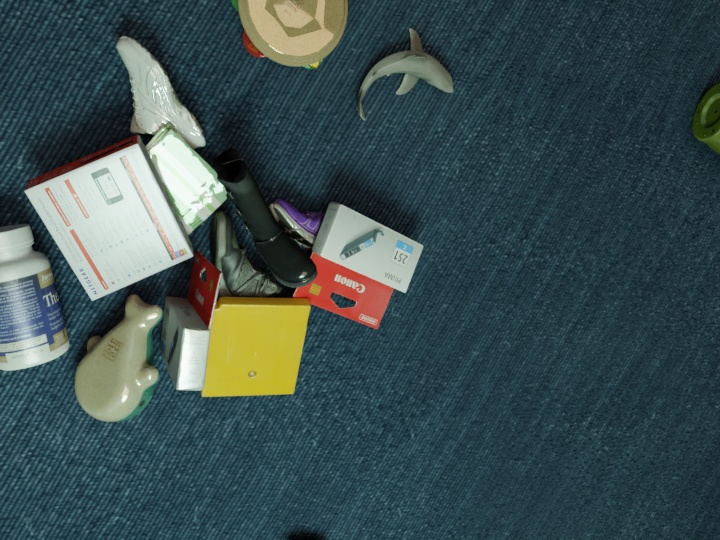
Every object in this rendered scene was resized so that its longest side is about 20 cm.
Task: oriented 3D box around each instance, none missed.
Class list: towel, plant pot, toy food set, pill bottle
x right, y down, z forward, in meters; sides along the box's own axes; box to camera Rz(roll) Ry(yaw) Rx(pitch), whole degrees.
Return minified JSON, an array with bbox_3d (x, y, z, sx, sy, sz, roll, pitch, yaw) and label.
[{"bbox_3d":[-0.326,-0.115,1.032,0.199,0.023,0.153,-42,121,4],"label":"towel"},{"bbox_3d":[0.839,-0.318,1.376,0.188,0.200,0.205,15,95,-10],"label":"plant pot"},{"bbox_3d":[-0.116,-0.442,1.062,0.196,0.049,0.202,20,93,-23],"label":"toy food set"},{"bbox_3d":[-0.523,0.038,0.973,0.108,0.111,0.205,-12,105,-17],"label":"pill bottle"}]

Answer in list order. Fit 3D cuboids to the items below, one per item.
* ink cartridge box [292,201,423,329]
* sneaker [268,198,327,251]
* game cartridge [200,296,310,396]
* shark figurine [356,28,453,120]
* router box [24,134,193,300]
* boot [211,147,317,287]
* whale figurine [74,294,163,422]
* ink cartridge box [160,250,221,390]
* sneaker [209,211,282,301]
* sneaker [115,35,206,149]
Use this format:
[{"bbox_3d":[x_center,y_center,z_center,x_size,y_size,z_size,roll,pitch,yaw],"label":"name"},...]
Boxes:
[{"bbox_3d":[0.000,0.000,1.131,0.197,0.044,0.180,22,91,-32],"label":"ink cartridge box"},{"bbox_3d":[-0.079,-0.079,1.145,0.198,0.080,0.085,29,76,-32],"label":"sneaker"},{"bbox_3d":[-0.187,0.136,1.121,0.172,0.033,0.204,2,120,-20],"label":"game cartridge"},{"bbox_3d":[0.072,-0.355,1.129,0.210,0.089,0.131,-22,106,-17],"label":"shark figurine"},{"bbox_3d":[-0.381,-0.079,0.988,0.176,0.049,0.204,-23,121,-7],"label":"router box"},{"bbox_3d":[-0.152,-0.082,1.020,0.065,0.164,0.202,-38,139,-21],"label":"boot"},{"bbox_3d":[-0.381,0.147,1.052,0.204,0.156,0.104,-68,156,-8],"label":"whale figurine"},{"bbox_3d":[-0.275,0.070,1.014,0.044,0.199,0.181,7,98,-26],"label":"ink cartridge box"},{"bbox_3d":[-0.200,-0.008,1.104,0.112,0.076,0.205,-12,107,-19],"label":"sneaker"},{"bbox_3d":[-0.333,-0.264,1.004,0.098,0.078,0.202,-34,109,-7],"label":"sneaker"}]
